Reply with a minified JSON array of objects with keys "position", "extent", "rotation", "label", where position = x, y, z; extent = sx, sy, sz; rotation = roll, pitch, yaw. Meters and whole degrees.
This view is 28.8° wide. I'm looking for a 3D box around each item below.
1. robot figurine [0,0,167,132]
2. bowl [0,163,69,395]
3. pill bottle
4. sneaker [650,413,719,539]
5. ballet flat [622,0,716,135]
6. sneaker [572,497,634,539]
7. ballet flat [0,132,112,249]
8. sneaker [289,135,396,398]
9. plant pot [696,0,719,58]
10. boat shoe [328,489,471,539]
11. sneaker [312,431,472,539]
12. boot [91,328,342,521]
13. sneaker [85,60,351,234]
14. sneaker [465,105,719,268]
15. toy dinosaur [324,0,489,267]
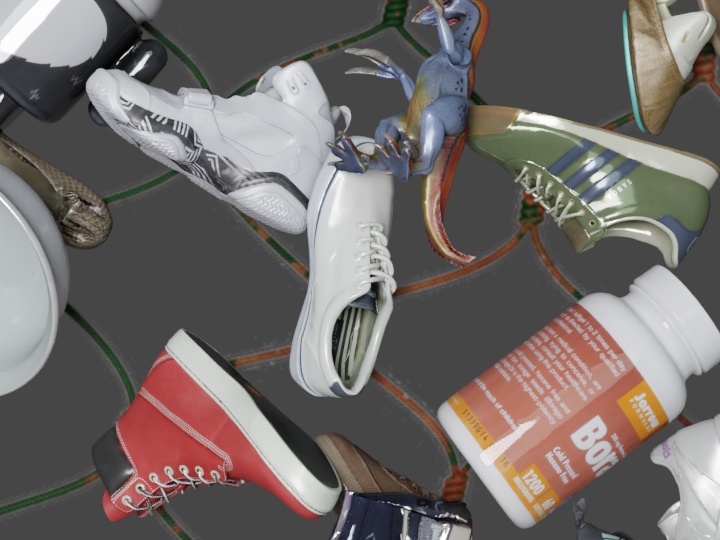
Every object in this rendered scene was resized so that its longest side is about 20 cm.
[{"position":[-0.237,-0.193,1.060],"extent":[0.200,0.150,0.125],"rotation":[-46,47,-1],"label":"robot figurine"},{"position":[-0.293,-0.012,1.049],"extent":[0.200,0.090,0.202],"rotation":[10,119,18],"label":"bowl"},{"position":[0.164,0.089,1.031],"extent":[0.200,0.112,0.112],"rotation":[-37,85,0],"label":"pill bottle"},{"position":[0.284,0.206,1.049],"extent":[0.099,0.075,0.201],"rotation":[-22,85,20],"label":"sneaker"},{"position":[0.230,-0.207,1.070],"extent":[0.072,0.068,0.201],"rotation":[-13,80,23],"label":"ballet flat"},{"position":[0.208,0.217,1.011],"extent":[0.200,0.078,0.140],"rotation":[-43,75,29],"label":"sneaker"},{"position":[-0.285,-0.075,1.094],"extent":[0.200,0.046,0.068],"rotation":[29,87,4],"label":"ballet flat"},{"position":[0.000,0.000,1.055],"extent":[0.073,0.071,0.201],"rotation":[5,94,-37],"label":"sneaker"},{"position":[0.367,-0.233,1.023],"extent":[0.174,0.200,0.201],"rotation":[-14,85,-17],"label":"plant pot"},{"position":[0.006,0.248,0.981],"extent":[0.092,0.075,0.201],"rotation":[17,82,-9],"label":"boat shoe"},{"position":[0.041,0.195,1.061],"extent":[0.075,0.070,0.200],"rotation":[-35,88,-19],"label":"sneaker"},{"position":[-0.113,0.153,1.031],"extent":[0.200,0.072,0.144],"rotation":[37,89,38],"label":"boot"},{"position":[-0.102,-0.121,1.060],"extent":[0.200,0.075,0.115],"rotation":[32,82,-20],"label":"sneaker"},{"position":[0.167,-0.059,1.063],"extent":[0.199,0.067,0.090],"rotation":[15,82,1],"label":"sneaker"},{"position":[0.053,-0.130,1.054],"extent":[0.181,0.105,0.200],"rotation":[-43,112,-36],"label":"toy dinosaur"}]
